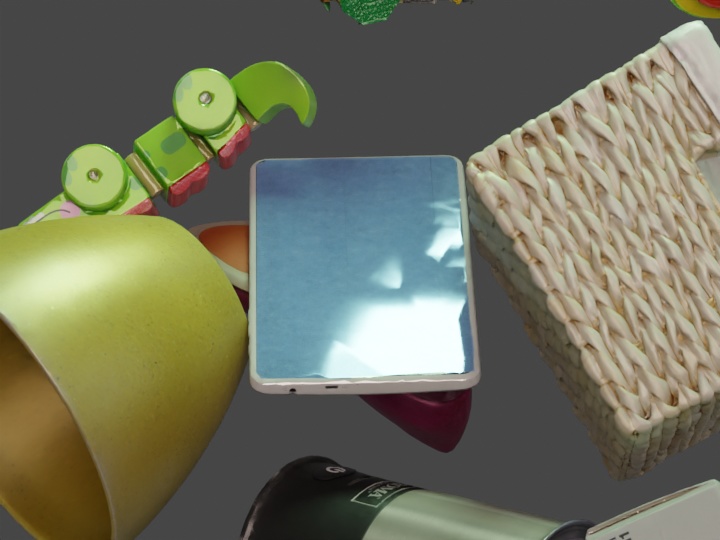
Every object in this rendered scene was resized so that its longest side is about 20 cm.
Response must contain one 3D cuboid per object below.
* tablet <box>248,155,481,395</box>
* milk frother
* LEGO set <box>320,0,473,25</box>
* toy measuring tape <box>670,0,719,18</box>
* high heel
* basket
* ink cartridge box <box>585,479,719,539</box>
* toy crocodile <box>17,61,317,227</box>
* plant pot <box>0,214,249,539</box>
[{"bbox_3d":[0.000,0.000,1.726,0.130,0.014,0.200,-1,41,-1],"label":"tablet"},{"bbox_3d":[0.023,0.227,1.647,0.188,0.180,0.201,11,121,37],"label":"milk frother"},{"bbox_3d":[0.053,-0.236,1.804,0.199,0.116,0.154,-21,108,0],"label":"LEGO set"},{"bbox_3d":[0.246,-0.180,1.803,0.199,0.074,0.074,11,77,-15],"label":"toy measuring tape"},{"bbox_3d":[-0.025,0.041,1.763,0.200,0.096,0.067,26,47,27],"label":"high heel"},{"bbox_3d":[0.172,-0.004,1.689,0.161,0.200,0.199,-30,79,-4],"label":"basket"},{"bbox_3d":[0.208,0.208,1.624,0.083,0.200,0.147,-26,68,15],"label":"ink cartridge box"},{"bbox_3d":[-0.117,-0.062,1.769,0.200,0.068,0.062,-35,80,-7],"label":"toy crocodile"},{"bbox_3d":[-0.147,0.047,1.698,0.142,0.200,0.200,-34,79,-26],"label":"plant pot"}]
